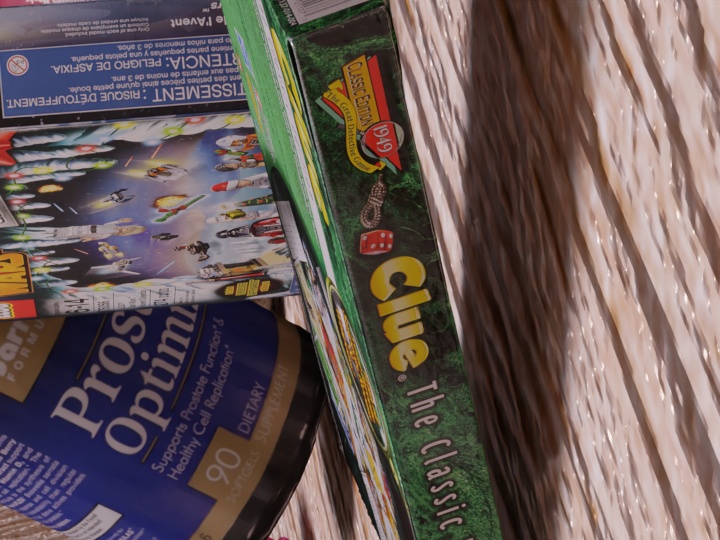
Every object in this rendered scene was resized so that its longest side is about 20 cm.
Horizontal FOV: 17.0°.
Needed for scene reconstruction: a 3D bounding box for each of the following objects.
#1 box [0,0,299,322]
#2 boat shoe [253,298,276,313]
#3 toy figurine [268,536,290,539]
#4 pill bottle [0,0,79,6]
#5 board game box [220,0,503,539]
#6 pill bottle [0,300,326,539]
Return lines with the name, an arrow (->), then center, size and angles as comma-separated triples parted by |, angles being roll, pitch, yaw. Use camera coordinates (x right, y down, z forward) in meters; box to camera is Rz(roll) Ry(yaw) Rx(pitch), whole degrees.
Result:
box -> -0.068, -0.030, 0.743 | 0.200, 0.137, 0.040 | 107, 158, -73
boat shoe -> -0.067, 0.031, 1.080 | 0.200, 0.072, 0.065 | 94, 158, -66
toy figurine -> -0.096, 0.189, 1.083 | 0.150, 0.199, 0.184 | -126, 40, -50
pill bottle -> -0.130, -0.128, 1.220 | 0.114, 0.114, 0.200 | -107, 12, -54
board game box -> 0.000, 0.000, 0.525 | 0.105, 0.023, 0.200 | -112, 6, -49
pill bottle -> -0.122, 0.031, 0.895 | 0.112, 0.200, 0.112 | -51, 22, 29
